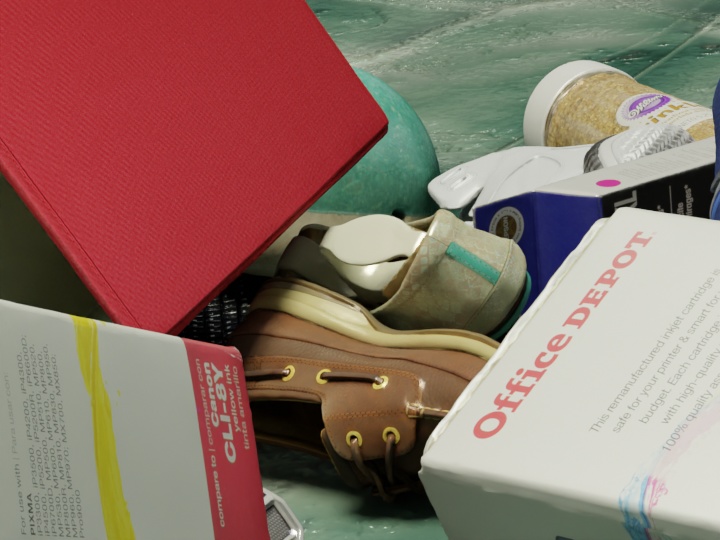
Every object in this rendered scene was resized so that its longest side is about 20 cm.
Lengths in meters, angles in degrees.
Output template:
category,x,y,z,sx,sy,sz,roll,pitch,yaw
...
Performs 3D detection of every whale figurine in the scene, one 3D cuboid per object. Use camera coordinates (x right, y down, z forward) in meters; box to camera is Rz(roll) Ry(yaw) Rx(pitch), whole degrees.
category,x,y,z,sx,sy,sz,roll,pitch,yaw
whale figurine,-0.049,-0.057,1.420,0.158,0.105,0.199,-1,11,-44

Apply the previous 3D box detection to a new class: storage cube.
category,x,y,z,sx,sy,sz,roll,pitch,yaw
storage cube,-0.130,-0.058,1.210,0.171,0.200,0.180,-24,16,50

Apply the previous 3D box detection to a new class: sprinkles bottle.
category,x,y,z,sx,sy,sz,roll,pitch,yaw
sprinkles bottle,0.156,-0.057,1.465,0.068,0.069,0.200,-12,19,-21

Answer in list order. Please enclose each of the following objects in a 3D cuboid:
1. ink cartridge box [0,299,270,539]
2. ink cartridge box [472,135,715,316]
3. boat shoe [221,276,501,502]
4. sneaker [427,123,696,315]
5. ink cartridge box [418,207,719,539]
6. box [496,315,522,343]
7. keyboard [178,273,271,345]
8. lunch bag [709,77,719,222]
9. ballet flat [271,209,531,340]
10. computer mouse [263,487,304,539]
category,x,y,z,sx,sy,sz,roll,pitch,yaw
ink cartridge box,-0.137,0.068,0.929,0.144,0.084,0.200,-12,-11,21
ink cartridge box,0.139,-0.004,1.257,0.199,0.095,0.037,-16,21,-30
boat shoe,0.018,0.063,1.148,0.199,0.072,0.068,17,58,39
sneaker,0.068,-0.002,1.318,0.114,0.076,0.200,-6,24,47
ink cartridge box,0.142,0.063,0.986,0.199,0.088,0.145,11,48,39
box,0.180,0.041,1.173,0.199,0.044,0.160,-16,26,-32
keyboard,-0.087,0.016,1.354,0.103,0.040,0.200,-5,17,-3
lunch bag,0.219,-0.046,1.070,0.135,0.200,0.133,34,29,-13
ballet flat,0.000,0.000,1.221,0.200,0.062,0.068,-11,49,58
computer mouse,-0.059,0.106,1.064,0.109,0.044,0.200,-21,29,-30
